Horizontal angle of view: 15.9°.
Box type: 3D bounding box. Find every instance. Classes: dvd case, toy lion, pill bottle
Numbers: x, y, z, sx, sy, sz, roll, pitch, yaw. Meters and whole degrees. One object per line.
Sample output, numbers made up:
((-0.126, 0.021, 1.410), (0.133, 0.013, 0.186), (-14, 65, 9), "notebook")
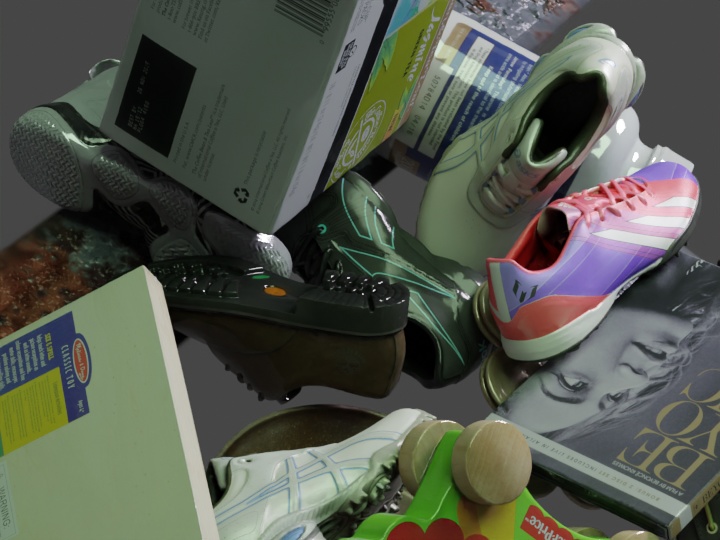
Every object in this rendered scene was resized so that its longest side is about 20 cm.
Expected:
((0.185, 0.068, 1.544), (0.148, 0.016, 0.200), (24, 52, 37), "dvd case")
((0.060, 0.193, 1.411), (0.200, 0.068, 0.193), (37, 68, -30), "toy lion")
((0.118, -0.082, 1.734), (0.199, 0.111, 0.111), (29, 43, 4), "pill bottle")

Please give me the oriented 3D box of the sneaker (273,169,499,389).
((0.000, 0.000, 1.626), (0.199, 0.076, 0.079), (34, 46, 9), "sneaker")

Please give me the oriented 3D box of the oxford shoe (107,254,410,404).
((-0.067, 0.040, 1.545), (0.199, 0.085, 0.073), (11, 23, 25), "oxford shoe")

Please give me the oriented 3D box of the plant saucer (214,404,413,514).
((-0.002, 0.166, 1.492), (0.199, 0.037, 0.201), (14, 44, -13), "plant saucer")

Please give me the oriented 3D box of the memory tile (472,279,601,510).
((0.158, 0.083, 1.621), (0.199, 0.017, 0.154), (11, 59, -28), "memory tile")

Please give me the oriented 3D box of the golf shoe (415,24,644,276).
((0.096, -0.068, 1.627), (0.078, 0.200, 0.097), (37, 17, 1), "golf shoe")

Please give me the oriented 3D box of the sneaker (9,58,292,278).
((-0.114, -0.065, 1.633), (0.199, 0.075, 0.115), (30, 46, 9), "sneaker")

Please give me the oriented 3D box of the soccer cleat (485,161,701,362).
((0.147, -0.023, 1.605), (0.068, 0.074, 0.200), (4, 35, 43), "soccer cleat")

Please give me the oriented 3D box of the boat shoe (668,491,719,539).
((0.226, 0.145, 1.576), (0.071, 0.061, 0.202), (-5, 65, -37), "boat shoe")

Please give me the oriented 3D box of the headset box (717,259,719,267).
((0.319, 0.070, 1.594), (0.148, 0.075, 0.201), (-11, 44, -5), "headset box")

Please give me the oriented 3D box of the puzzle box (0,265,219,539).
((-0.153, 0.104, 1.426), (0.025, 0.132, 0.201), (48, 21, -48), "puzzle box")

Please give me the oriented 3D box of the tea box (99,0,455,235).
((-0.035, -0.165, 1.572), (0.133, 0.201, 0.197), (31, 38, 12), "tea box")

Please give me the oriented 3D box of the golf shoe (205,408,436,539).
((-0.036, 0.120, 1.444), (0.097, 0.079, 0.200), (34, 42, 18), "golf shoe")
